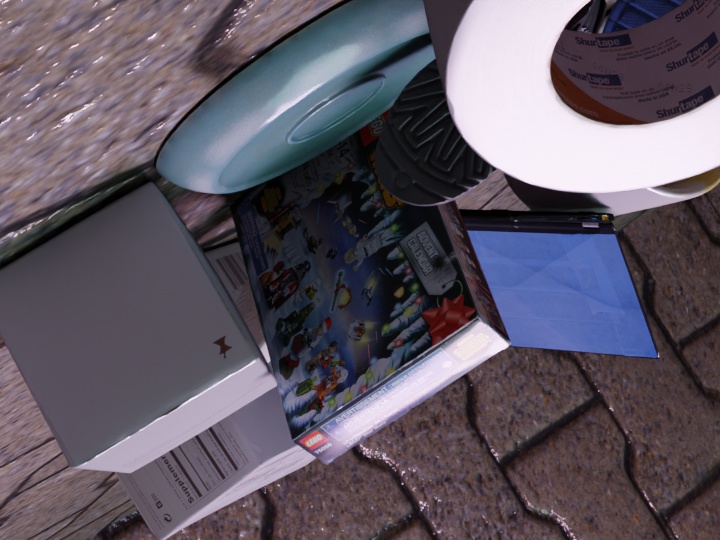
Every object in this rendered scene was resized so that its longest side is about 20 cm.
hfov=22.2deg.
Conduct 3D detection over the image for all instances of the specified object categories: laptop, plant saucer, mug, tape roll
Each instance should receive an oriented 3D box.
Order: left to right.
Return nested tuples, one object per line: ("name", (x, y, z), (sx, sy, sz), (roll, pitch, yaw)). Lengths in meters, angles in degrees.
("plant saucer", (-0.019, -0.096, 0.995), (0.200, 0.027, 0.200), (-33, 173, -5))
("laptop", (0.103, 0.010, 1.426), (0.187, 0.117, 0.199), (2, -178, 41))
("mug", (0.199, -0.096, 1.427), (0.153, 0.186, 0.150), (-27, -144, 54))
("tape roll", (0.130, -0.126, 0.856), (0.199, 0.066, 0.201), (-7, 141, -6))

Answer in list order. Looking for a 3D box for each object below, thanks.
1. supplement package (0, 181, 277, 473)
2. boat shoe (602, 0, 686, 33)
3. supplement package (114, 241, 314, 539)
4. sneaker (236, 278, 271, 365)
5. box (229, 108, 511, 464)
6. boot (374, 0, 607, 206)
("supplement package", (-0.129, 0.040, 1.072), (0.117, 0.118, 0.200), (-30, 174, -3))
("boat shoe", (0.207, -0.179, 1.077), (0.200, 0.072, 0.072), (-60, 174, 36))
("supplement package", (-0.095, 0.075, 1.311), (0.111, 0.156, 0.200), (-39, 171, 29))
("sneaker", (-0.004, -0.002, 1.222), (0.200, 0.084, 0.075), (-50, -145, 8))
("box", (0.000, 0.000, 1.116), (0.137, 0.201, 0.040), (-34, 136, 17))
("boot", (0.079, -0.106, 1.046), (0.165, 0.066, 0.200), (-50, 178, 6))
